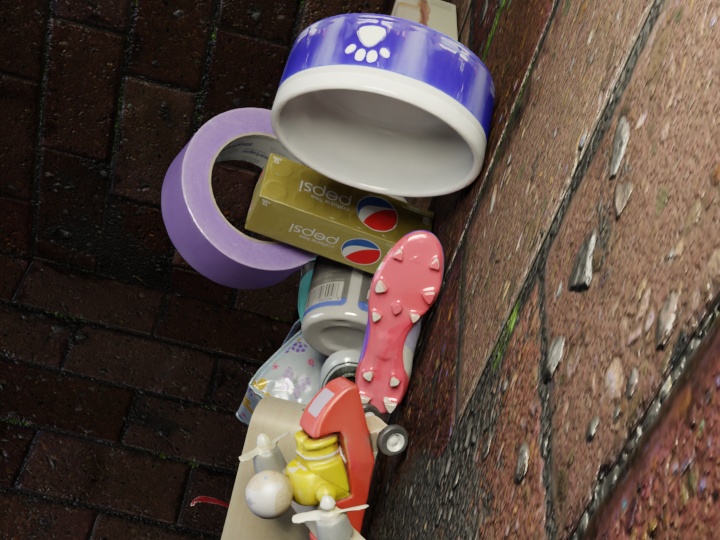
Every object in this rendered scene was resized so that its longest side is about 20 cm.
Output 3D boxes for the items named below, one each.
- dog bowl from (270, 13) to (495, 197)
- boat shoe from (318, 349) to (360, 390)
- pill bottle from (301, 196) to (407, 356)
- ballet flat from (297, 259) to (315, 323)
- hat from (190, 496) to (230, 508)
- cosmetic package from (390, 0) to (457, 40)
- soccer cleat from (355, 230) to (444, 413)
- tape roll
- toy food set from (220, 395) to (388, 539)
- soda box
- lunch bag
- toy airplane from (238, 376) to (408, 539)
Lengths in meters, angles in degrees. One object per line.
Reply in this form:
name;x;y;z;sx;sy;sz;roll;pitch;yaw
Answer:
dog bowl;0.022;-0.148;1.061;0.200;0.200;0.079;116;168;-69
boat shoe;-0.016;0.184;1.396;0.071;0.072;0.200;-93;6;-49
pill bottle;0.000;0.000;1.395;0.114;0.114;0.200;112;171;-57
ballet flat;-0.042;0.005;1.500;0.074;0.074;0.200;111;161;-55
hat;-0.125;0.310;1.508;0.200;0.176;0.166;106;177;-47
cosmetic package;0.075;-0.291;1.525;0.200;0.087;0.103;-85;11;-62
soccer cleat;0.037;0.049;1.150;0.076;0.067;0.200;-76;-1;-72
tape roll;-0.128;-0.084;1.351;0.085;0.200;0.200;-34;39;59
toy food set;-0.061;0.247;1.230;0.060;0.143;0.200;26;-103;-77
soda box;-0.023;-0.056;1.285;0.064;0.200;0.068;121;164;-50
lunch bag;-0.063;0.139;1.550;0.200;0.127;0.170;-43;-8;-22
toy airplane;-0.045;0.224;1.088;0.200;0.141;0.199;-50;43;48
